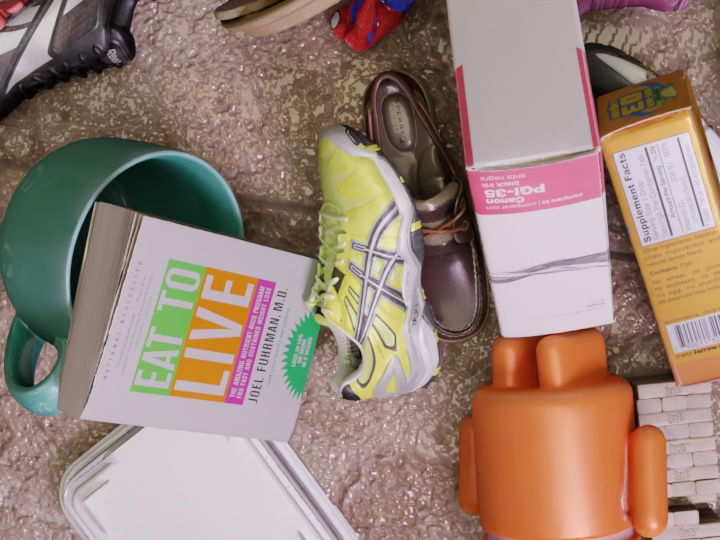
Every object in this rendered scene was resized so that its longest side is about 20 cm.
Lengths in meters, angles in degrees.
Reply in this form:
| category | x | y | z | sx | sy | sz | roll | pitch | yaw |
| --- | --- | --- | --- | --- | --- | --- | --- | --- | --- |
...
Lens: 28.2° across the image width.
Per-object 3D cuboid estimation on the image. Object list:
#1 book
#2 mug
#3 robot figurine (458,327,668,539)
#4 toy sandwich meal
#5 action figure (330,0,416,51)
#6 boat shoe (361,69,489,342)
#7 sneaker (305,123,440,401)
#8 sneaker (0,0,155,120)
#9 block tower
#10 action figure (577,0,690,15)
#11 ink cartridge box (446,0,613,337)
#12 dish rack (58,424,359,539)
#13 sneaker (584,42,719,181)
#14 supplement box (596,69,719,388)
| category | x | y | z | sx | sy | sz | roll | pitch | yaw |
| --- | --- | --- | --- | --- | --- | --- | --- | --- | --- |
| book | -0.106 | 0.041 | 0.961 | 0.048 | 0.199 | 0.135 | 15 | 91 | 39 |
| mug | -0.183 | -0.009 | 0.979 | 0.114 | 0.184 | 0.154 | 15 | 122 | 43 |
| robot figurine | 0.138 | 0.142 | 0.997 | 0.142 | 0.117 | 0.203 | -4 | 94 | 4 |
| toy sandwich meal | -0.023 | -0.236 | 0.947 | 0.204 | 0.206 | 0.071 | -34 | 113 | 5 |
| action figure | 0.033 | -0.193 | 0.958 | 0.052 | 0.199 | 0.065 | 51 | 59 | -9 |
| boat shoe | 0.044 | -0.045 | 1.013 | 0.071 | 0.072 | 0.203 | -13 | 93 | 4 |
| sneaker | 0.000 | 0.000 | 0.989 | 0.076 | 0.075 | 0.203 | -22 | 108 | -23 |
| sneaker | -0.218 | -0.163 | 1.021 | 0.098 | 0.071 | 0.201 | 42 | 93 | 2 |
| block tower | 0.229 | 0.167 | 1.025 | 0.057 | 0.054 | 0.203 | -5 | 92 | 3 |
| action figure | 0.164 | -0.199 | 0.968 | 0.197 | 0.134 | 0.151 | 2 | 94 | 6 |
| ink cartridge box | 0.112 | -0.068 | 0.923 | 0.082 | 0.201 | 0.148 | -8 | 57 | 7 |
| dish rack | -0.114 | 0.191 | 1.052 | 0.171 | 0.044 | 0.201 | -37 | 90 | 5 |
| sneaker | 0.209 | -0.072 | 0.990 | 0.200 | 0.075 | 0.085 | 43 | 101 | -13 |
| supplement box | 0.213 | -0.025 | 0.947 | 0.068 | 0.067 | 0.202 | -13 | 117 | 15 |
